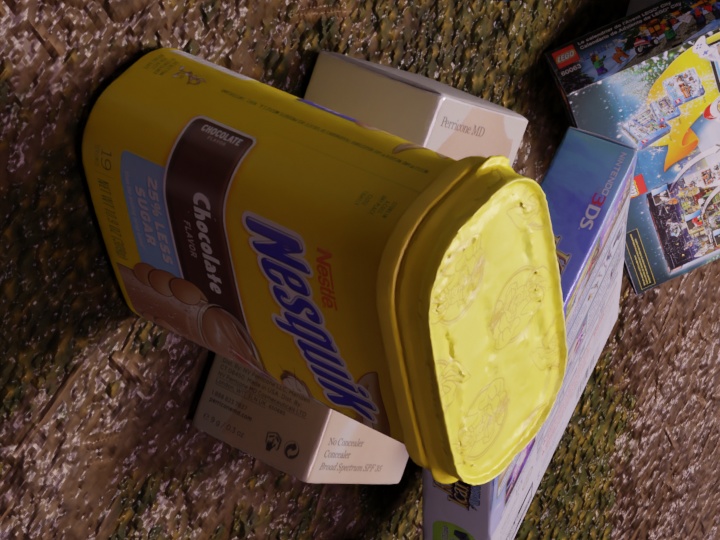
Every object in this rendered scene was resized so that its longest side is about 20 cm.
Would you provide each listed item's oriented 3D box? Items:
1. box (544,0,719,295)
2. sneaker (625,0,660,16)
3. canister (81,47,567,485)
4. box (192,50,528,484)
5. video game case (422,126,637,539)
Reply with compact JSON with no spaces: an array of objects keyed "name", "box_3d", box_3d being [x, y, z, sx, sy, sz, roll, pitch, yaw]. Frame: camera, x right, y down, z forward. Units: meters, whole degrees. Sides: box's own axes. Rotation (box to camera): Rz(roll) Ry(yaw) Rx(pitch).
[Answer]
[{"name":"box","box_3d":[0.197,-0.081,1.405,0.136,0.038,0.200,-23,141,2]},{"name":"sneaker","box_3d":[0.206,-0.155,1.396,0.074,0.082,0.200,-27,132,-44]},{"name":"canister","box_3d":[-0.018,-0.006,1.054,0.087,0.200,0.149,-45,142,-30]},{"name":"box","box_3d":[0.000,0.000,1.198,0.095,0.078,0.200,6,105,-57]},{"name":"video game case","box_3d":[0.092,0.051,1.328,0.181,0.045,0.200,89,26,-59]}]
